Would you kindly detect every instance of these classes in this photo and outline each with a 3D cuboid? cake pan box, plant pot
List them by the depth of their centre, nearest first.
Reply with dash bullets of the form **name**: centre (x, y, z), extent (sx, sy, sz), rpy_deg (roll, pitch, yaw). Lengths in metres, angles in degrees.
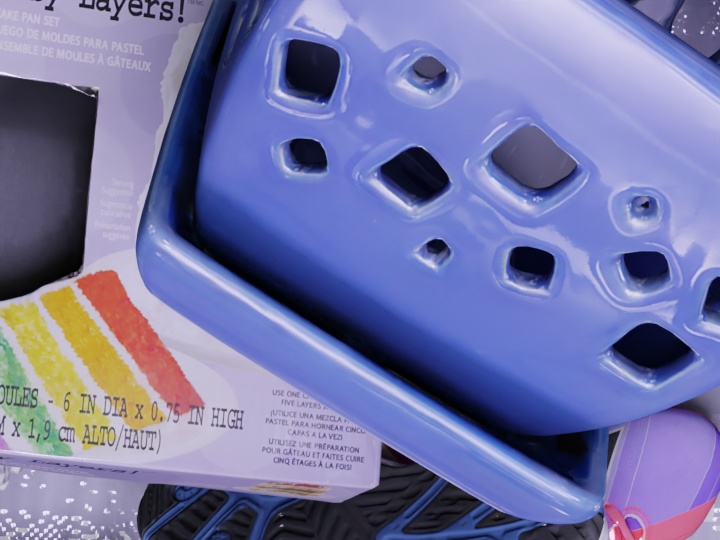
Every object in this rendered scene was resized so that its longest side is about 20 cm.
- **plant pot**: centre (0.044, -0.053, 0.790), extent (0.199, 0.200, 0.180), rpy_deg (31, 120, -13)
- **cake pan box**: centre (-0.085, -0.020, 0.886), extent (0.199, 0.052, 0.185), rpy_deg (8, 78, -16)

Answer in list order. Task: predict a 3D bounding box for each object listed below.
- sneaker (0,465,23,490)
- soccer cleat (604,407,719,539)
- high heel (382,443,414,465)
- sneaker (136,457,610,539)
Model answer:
- **sneaker**: centre (-0.149, -0.011, 0.943), extent (0.099, 0.070, 0.201), rpy_deg (16, 73, 5)
- **soccer cleat**: centre (0.065, 0.127, 1.001), extent (0.199, 0.077, 0.067), rpy_deg (-32, 103, 8)
- **high heel**: centre (0.000, 0.000, 0.980), extent (0.096, 0.067, 0.200), rpy_deg (-44, 117, -17)
- **sneaker**: centre (0.004, 0.109, 0.951), extent (0.199, 0.076, 0.077), rpy_deg (6, 145, 28)
